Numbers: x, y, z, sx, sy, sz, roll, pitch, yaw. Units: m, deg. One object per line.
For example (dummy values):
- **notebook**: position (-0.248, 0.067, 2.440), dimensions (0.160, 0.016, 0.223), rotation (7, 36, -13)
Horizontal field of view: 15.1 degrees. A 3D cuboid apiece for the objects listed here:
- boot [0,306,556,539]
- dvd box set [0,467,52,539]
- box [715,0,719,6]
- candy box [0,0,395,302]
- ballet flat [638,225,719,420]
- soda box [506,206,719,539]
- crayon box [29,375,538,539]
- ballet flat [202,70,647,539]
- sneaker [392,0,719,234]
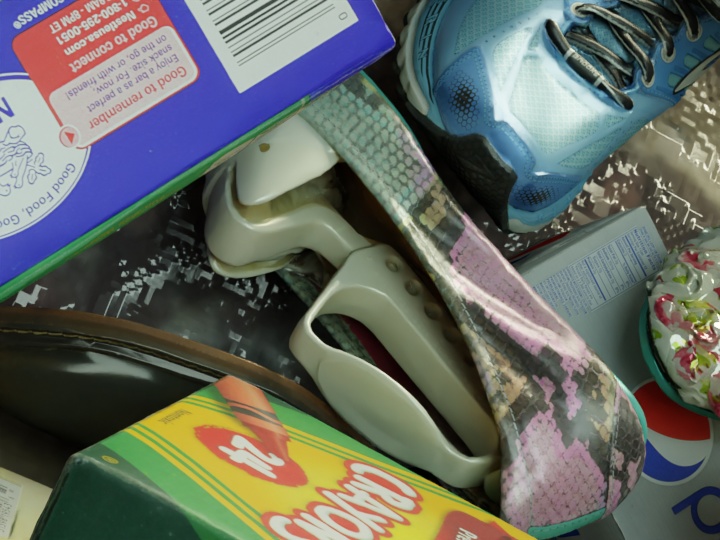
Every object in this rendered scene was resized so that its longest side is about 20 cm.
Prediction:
- **boot**: position (-0.037, 0.085, 0.792), dimensions (0.200, 0.075, 0.097), rotation (26, 69, -20)
- **dvd box set**: position (-0.047, 0.110, 0.701), dimensions (0.200, 0.146, 0.029), rotation (23, 103, -8)
- **box**: position (0.198, -0.103, 0.852), dimensions (0.156, 0.041, 0.200), rotation (-51, 147, 2)
- **candy box**: position (-0.110, -0.028, 0.710), dimensions (0.169, 0.200, 0.077), rotation (-33, 97, -24)
- **ballet flat**: position (0.161, 0.011, 0.856), dimensions (0.200, 0.064, 0.076), rotation (1, 68, -53)
- **soda box**: position (0.096, 0.084, 0.854), dimensions (0.063, 0.068, 0.200), rotation (-29, 93, -26)
- **crayon box**: position (0.023, 0.101, 0.687), dimensions (0.200, 0.127, 0.051), rotation (28, 102, 9)
- **ballet flat**: position (0.000, 0.000, 0.791), dimensions (0.071, 0.069, 0.200), rotation (-24, 65, -38)
- **sneaker**: position (0.084, -0.088, 0.841), dimensions (0.078, 0.090, 0.200), rotation (50, 47, -9)
